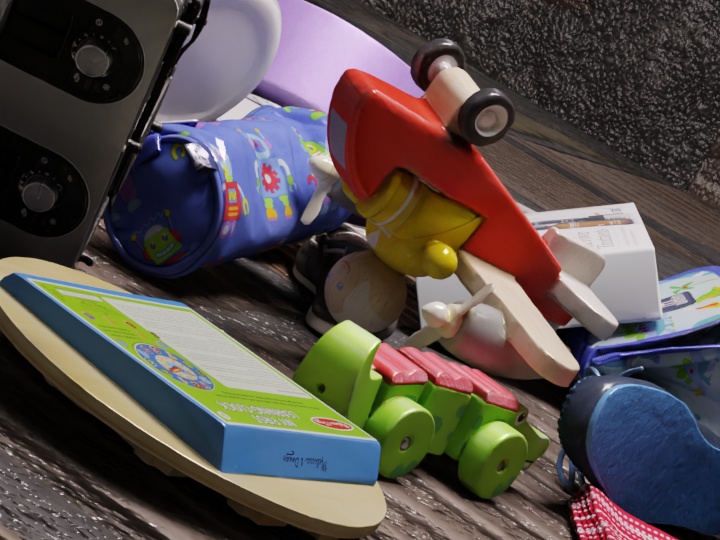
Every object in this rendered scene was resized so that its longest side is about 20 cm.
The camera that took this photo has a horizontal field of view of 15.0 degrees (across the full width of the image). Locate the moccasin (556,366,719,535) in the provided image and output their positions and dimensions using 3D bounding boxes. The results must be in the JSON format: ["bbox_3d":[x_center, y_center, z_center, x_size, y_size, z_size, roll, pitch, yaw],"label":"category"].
[{"bbox_3d":[0.149,0.103,1.505,0.068,0.080,0.200,28,-7,34],"label":"moccasin"}]

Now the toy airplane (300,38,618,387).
[{"bbox_3d":[0.046,-0.011,1.476,0.199,0.141,0.200,53,-1,5],"label":"toy airplane"}]

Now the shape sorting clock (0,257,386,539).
[{"bbox_3d":[-0.075,0.055,1.170,0.200,0.039,0.200,29,8,-5],"label":"shape sorting clock"}]

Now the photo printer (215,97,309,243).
[{"bbox_3d":[-0.103,-0.082,1.728,0.200,0.069,0.166,28,9,8],"label":"photo printer"}]

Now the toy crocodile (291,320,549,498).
[{"bbox_3d":[0.032,0.067,1.353,0.068,0.062,0.200,35,11,37],"label":"toy crocodile"}]

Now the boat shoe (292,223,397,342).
[{"bbox_3d":[0.000,0.000,1.632,0.067,0.057,0.200,25,9,-8],"label":"boat shoe"}]

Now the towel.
[{"bbox_3d":[0.177,0.168,1.353,0.145,0.022,0.200,28,9,-7],"label":"towel"}]

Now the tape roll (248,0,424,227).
[{"bbox_3d":[-0.037,-0.110,1.853,0.200,0.066,0.200,27,-17,9],"label":"tape roll"}]

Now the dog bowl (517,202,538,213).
[{"bbox_3d":[0.131,-0.001,2.021,0.200,0.059,0.200,27,9,-4],"label":"dog bowl"}]

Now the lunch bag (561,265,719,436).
[{"bbox_3d":[0.230,0.070,1.757,0.200,0.128,0.170,15,9,-3],"label":"lunch bag"}]

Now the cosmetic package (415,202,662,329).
[{"bbox_3d":[0.112,-0.001,1.772,0.151,0.052,0.200,-8,9,3],"label":"cosmetic package"}]

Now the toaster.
[{"bbox_3d":[-0.141,-0.124,1.354,0.119,0.181,0.200,25,32,-3],"label":"toaster"}]

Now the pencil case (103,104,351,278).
[{"bbox_3d":[-0.071,-0.050,1.531,0.078,0.087,0.200,-15,1,25],"label":"pencil case"}]

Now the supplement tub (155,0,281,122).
[{"bbox_3d":[-0.144,-0.183,1.630,0.123,0.123,0.200,17,28,-50],"label":"supplement tub"}]
